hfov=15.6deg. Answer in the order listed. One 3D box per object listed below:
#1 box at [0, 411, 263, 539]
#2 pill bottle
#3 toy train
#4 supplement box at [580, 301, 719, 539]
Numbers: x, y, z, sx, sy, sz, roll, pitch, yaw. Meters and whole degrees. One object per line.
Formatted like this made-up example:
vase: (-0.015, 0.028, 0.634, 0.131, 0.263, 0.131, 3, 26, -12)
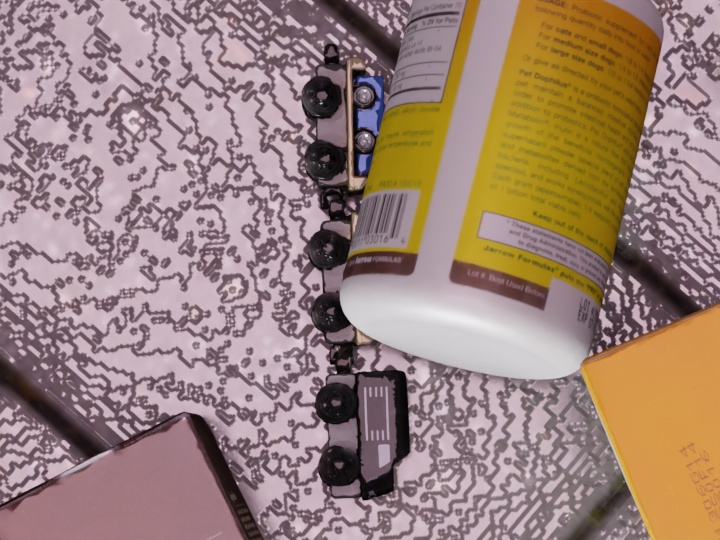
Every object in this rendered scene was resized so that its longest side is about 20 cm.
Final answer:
box: (-0.071, 0.171, 1.124, 0.100, 0.075, 0.201, -26, 86, 1)
pill bottle: (0.065, -0.062, 1.111, 0.109, 0.109, 0.201, 14, 79, 4)
toy train: (0.000, 0.000, 1.153, 0.046, 0.034, 0.201, -3, 86, -1)
supplement box: (0.146, 0.081, 1.056, 0.073, 0.200, 0.127, -24, 86, 4)
